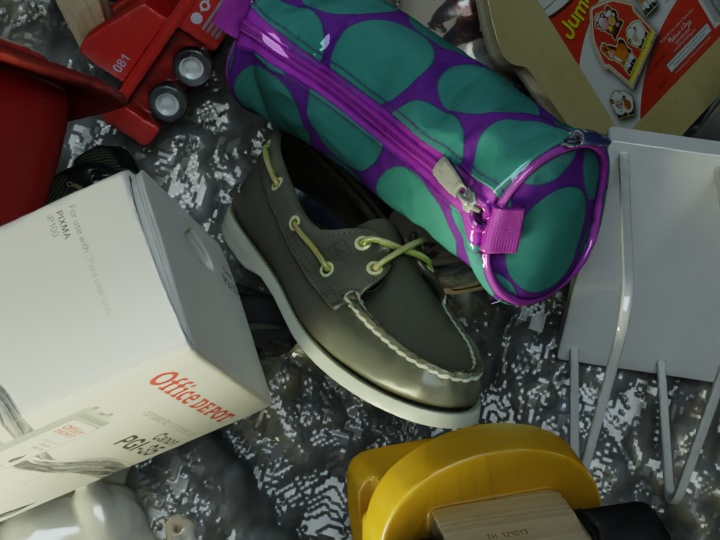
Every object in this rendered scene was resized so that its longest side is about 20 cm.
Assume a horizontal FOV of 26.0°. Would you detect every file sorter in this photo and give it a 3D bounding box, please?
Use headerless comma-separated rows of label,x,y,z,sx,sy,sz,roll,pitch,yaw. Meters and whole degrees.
file sorter,0.203,0.037,0.735,0.199,0.139,0.125,8,39,0

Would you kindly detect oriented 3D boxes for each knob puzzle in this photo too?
knob puzzle,0.119,-0.163,0.806,0.219,0.030,0.221,6,80,-33

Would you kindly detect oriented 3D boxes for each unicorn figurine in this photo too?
unicorn figurine,-0.149,0.124,0.768,0.199,0.074,0.138,-21,78,10

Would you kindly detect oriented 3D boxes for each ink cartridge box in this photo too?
ink cartridge box,-0.153,0.048,0.672,0.199,0.147,0.083,-23,73,4

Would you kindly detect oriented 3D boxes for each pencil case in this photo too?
pencil case,0.023,-0.070,0.729,0.200,0.092,0.085,38,110,33
pencil case,0.059,-0.086,0.814,0.089,0.078,0.201,2,76,10

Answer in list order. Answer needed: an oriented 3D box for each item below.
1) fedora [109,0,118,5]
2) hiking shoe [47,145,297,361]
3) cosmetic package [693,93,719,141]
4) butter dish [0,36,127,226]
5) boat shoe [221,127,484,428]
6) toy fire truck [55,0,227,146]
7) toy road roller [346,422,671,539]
fedora,-0.112,-0.241,0.840,0.199,0.092,0.202,0,76,-1
hiking shoe,-0.120,-0.014,0.793,0.199,0.076,0.101,14,79,3
cosmetic package,0.282,-0.124,0.816,0.090,0.107,0.200,43,77,9
butter dish,-0.235,-0.035,0.707,0.199,0.199,0.149,-6,79,32
boat shoe,-0.002,0.000,0.739,0.202,0.072,0.061,46,122,45
toy fire truck,-0.136,-0.141,0.799,0.141,0.049,0.200,33,115,-13
toy road roller,0.054,0.157,0.672,0.122,0.146,0.201,-8,118,-13
